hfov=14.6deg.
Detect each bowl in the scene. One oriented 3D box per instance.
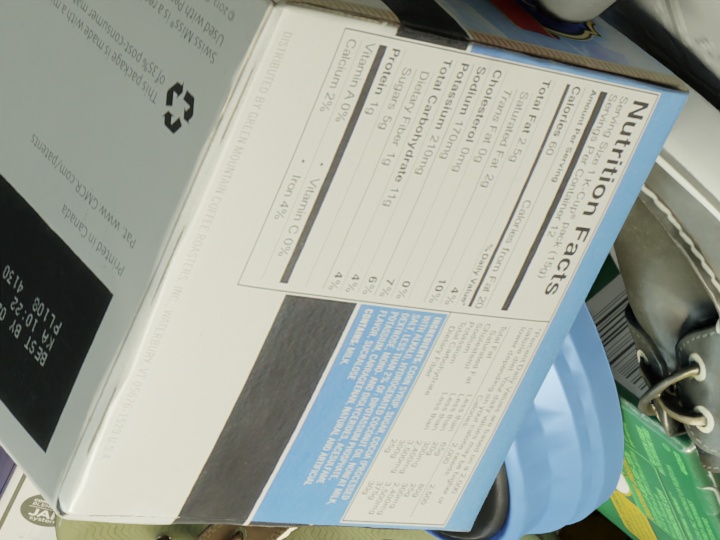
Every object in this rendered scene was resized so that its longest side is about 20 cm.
[{"bbox_3d":[0.000,0.000,0.852,0.201,0.039,0.201,48,161,23],"label":"bowl"}]

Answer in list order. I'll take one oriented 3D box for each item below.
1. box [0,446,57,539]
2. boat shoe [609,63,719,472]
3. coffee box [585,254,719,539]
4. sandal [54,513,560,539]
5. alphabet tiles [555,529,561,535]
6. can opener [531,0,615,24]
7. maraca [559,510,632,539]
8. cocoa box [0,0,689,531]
[{"bbox_3d":[-0.093,0.033,1.038,0.060,0.200,0.117,16,-138,-15],"label":"box"},{"bbox_3d":[0.105,0.030,0.716,0.200,0.057,0.069,51,169,-19],"label":"boat shoe"},{"bbox_3d":[0.064,0.023,0.890,0.200,0.044,0.123,38,165,40],"label":"coffee box"},{"bbox_3d":[-0.026,0.099,0.955,0.201,0.057,0.080,4,138,33],"label":"sandal"},{"bbox_3d":[0.034,0.129,1.002,0.196,0.015,0.200,16,136,27],"label":"alphabet tiles"},{"bbox_3d":[0.047,-0.087,0.548,0.053,0.067,0.200,29,175,0],"label":"can opener"},{"bbox_3d":[0.048,0.145,1.103,0.200,0.107,0.137,-5,157,27],"label":"maraca"},{"bbox_3d":[-0.045,-0.043,0.695,0.131,0.133,0.200,7,-154,-41],"label":"cocoa box"}]
